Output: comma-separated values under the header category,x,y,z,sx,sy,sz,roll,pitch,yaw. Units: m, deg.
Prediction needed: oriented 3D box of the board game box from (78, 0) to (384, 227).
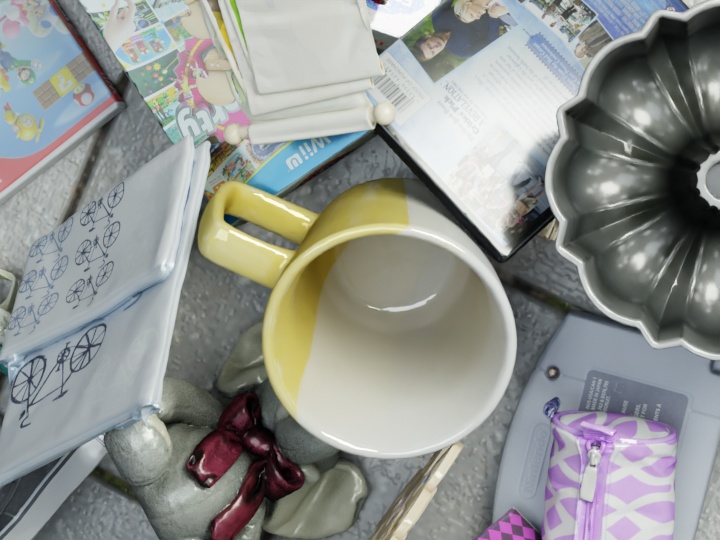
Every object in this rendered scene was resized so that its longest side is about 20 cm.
category,x,y,z,sx,sy,sz,roll,pitch,yaw
board game box,-0.075,-0.151,1.207,0.147,0.064,0.200,-33,90,11

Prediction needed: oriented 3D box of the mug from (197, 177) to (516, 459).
category,x,y,z,sx,sy,sz,roll,pitch,yaw
mug,0.010,0.000,1.143,0.149,0.153,0.187,-29,109,14

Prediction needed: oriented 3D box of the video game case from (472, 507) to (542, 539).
category,x,y,z,sx,sy,sz,roll,pitch,yaw
video game case,0.012,0.241,1.133,0.036,0.200,0.181,46,119,12

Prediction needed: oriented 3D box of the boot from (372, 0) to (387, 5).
category,x,y,z,sx,sy,sz,roll,pitch,yaw
boot,0.050,-0.220,1.100,0.200,0.073,0.151,37,79,0

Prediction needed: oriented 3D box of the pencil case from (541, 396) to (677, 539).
category,x,y,z,sx,sy,sz,roll,pitch,yaw
pencil case,0.147,0.182,1.137,0.084,0.085,0.201,5,96,14

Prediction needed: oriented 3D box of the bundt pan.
category,x,y,z,sx,sy,sz,roll,pitch,yaw
bundt pan,0.206,-0.052,1.058,0.201,0.076,0.203,0,93,8

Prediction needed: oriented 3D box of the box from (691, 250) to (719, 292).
category,x,y,z,sx,sy,sz,roll,pitch,yaw
box,0.316,0.026,1.119,0.141,0.079,0.200,-37,85,10

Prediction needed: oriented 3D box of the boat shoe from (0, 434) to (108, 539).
category,x,y,z,sx,sy,sz,roll,pitch,yaw
boat shoe,-0.235,0.143,1.252,0.068,0.072,0.200,39,127,-7

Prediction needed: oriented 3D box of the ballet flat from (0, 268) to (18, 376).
category,x,y,z,sx,sy,sz,roll,pitch,yaw
ballet flat,-0.244,0.036,1.278,0.200,0.072,0.072,29,101,9

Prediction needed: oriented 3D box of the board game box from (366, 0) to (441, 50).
category,x,y,z,sx,sy,sz,roll,pitch,yaw
board game box,-0.027,-0.256,1.151,0.199,0.041,0.200,18,82,-6

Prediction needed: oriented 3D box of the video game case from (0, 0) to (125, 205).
category,x,y,z,sx,sy,sz,roll,pitch,yaw
video game case,-0.272,-0.154,1.293,0.143,0.017,0.200,-36,85,14

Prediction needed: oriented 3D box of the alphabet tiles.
category,x,y,z,sx,sy,sz,roll,pitch,yaw
alphabet tiles,0.001,0.189,1.148,0.015,0.200,0.196,36,140,1

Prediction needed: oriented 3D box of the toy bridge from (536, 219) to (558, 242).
category,x,y,z,sx,sy,sz,roll,pitch,yaw
toy bridge,0.160,-0.111,1.176,0.067,0.027,0.201,24,100,10

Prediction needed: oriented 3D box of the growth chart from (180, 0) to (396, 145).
category,x,y,z,sx,sy,sz,roll,pitch,yaw
growth chart,-0.049,-0.165,1.080,0.144,0.018,0.201,5,117,32

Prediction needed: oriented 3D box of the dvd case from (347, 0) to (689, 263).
category,x,y,z,sx,sy,sz,roll,pitch,yaw
dvd case,0.108,-0.119,1.121,0.200,0.018,0.143,-41,85,-15

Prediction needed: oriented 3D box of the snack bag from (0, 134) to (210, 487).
category,x,y,z,sx,sy,sz,roll,pitch,yaw
snack bag,-0.170,0.030,1.157,0.188,0.021,0.201,-27,43,41

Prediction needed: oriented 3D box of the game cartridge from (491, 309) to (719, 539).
category,x,y,z,sx,sy,sz,roll,pitch,yaw
game cartridge,0.156,0.132,1.192,0.133,0.041,0.201,15,98,10

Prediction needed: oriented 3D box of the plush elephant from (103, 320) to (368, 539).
category,x,y,z,sx,sy,sz,roll,pitch,yaw
plush elephant,-0.069,0.121,1.198,0.154,0.200,0.165,-27,100,-7
